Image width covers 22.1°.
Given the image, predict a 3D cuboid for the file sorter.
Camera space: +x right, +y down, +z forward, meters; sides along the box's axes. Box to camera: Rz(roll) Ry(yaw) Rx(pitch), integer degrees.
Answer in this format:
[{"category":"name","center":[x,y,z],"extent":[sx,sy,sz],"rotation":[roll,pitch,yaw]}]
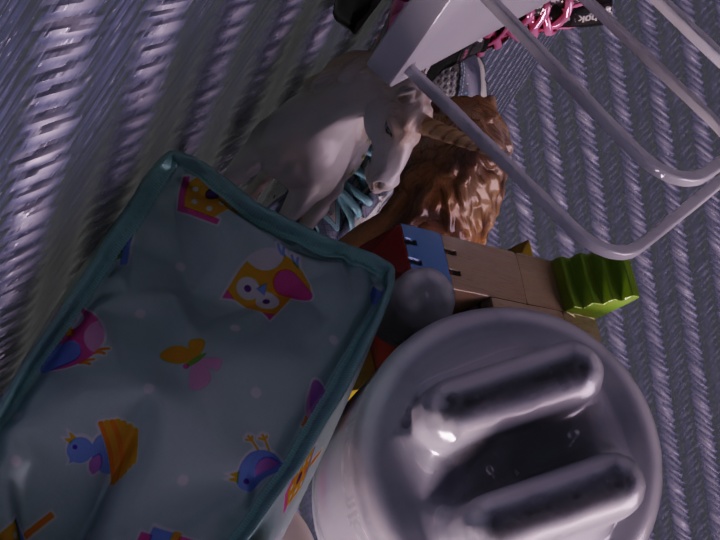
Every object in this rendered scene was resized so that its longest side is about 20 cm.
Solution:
[{"category":"file sorter","center":[0.126,-0.119,0.653],"extent":[0.139,0.125,0.200],"rotation":[-33,165,-48]}]

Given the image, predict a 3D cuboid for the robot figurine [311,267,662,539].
[{"category":"robot figurine","center":[0.043,0.080,0.696],"extent":[0.113,0.170,0.200],"rotation":[-13,168,-12]}]

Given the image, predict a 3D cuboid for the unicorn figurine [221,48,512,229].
[{"category":"unicorn figurine","center":[-0.020,-0.048,0.808],"extent":[0.137,0.074,0.200],"rotation":[-51,-163,14]}]

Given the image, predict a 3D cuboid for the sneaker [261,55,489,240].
[{"category":"sneaker","center":[-0.002,-0.044,0.997],"extent":[0.200,0.078,0.086],"rotation":[-55,173,21]}]

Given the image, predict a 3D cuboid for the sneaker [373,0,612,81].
[{"category":"sneaker","center":[0.082,-0.147,0.937],"extent":[0.200,0.095,0.079],"rotation":[-51,179,-22]}]

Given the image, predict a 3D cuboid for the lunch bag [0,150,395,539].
[{"category":"lunch bag","center":[-0.082,0.088,0.666],"extent":[0.200,0.122,0.170],"rotation":[-65,-178,-34]}]

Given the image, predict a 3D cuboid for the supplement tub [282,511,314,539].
[{"category":"supplement tub","center":[-0.111,0.189,0.869],"extent":[0.200,0.122,0.123],"rotation":[-60,174,28]}]

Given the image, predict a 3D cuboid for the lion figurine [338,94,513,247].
[{"category":"lion figurine","center":[0.000,0.000,0.923],"extent":[0.200,0.072,0.123],"rotation":[-43,161,-26]}]

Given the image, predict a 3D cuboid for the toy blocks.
[{"category":"toy blocks","center":[0.007,0.040,0.827],"extent":[0.200,0.100,0.136],"rotation":[-29,153,37]}]

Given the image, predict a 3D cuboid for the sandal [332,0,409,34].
[{"category":"sandal","center":[0.026,-0.133,0.704],"extent":[0.075,0.045,0.200],"rotation":[-51,177,-10]}]
